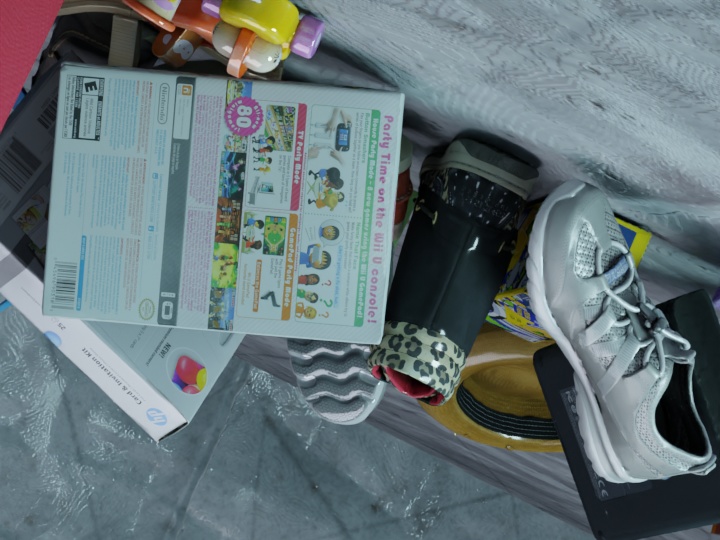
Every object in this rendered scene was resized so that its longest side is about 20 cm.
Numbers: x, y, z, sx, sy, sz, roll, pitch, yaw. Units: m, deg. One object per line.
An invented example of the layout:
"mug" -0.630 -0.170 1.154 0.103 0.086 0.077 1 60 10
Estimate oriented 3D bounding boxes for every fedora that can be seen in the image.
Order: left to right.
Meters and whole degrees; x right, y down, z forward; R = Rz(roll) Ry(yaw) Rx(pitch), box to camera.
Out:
"fedora" 0.135 0.069 1.919 0.199 0.082 0.201 3 152 1

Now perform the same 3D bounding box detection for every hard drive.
"hard drive" 0.185 0.098 1.615 0.033 0.140 0.200 -18 176 -23

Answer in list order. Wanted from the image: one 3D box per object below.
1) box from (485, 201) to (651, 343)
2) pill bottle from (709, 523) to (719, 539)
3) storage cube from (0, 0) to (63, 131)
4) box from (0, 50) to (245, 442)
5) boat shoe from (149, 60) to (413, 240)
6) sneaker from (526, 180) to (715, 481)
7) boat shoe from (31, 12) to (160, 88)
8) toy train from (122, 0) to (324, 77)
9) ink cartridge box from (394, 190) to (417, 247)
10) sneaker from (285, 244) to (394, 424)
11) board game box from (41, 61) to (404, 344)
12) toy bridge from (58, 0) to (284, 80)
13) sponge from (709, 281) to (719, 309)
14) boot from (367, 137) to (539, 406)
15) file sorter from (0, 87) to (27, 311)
"box" 0.123 0.001 1.645 0.064 0.070 0.200 25 172 -8
"pill bottle" 0.285 0.150 1.609 0.111 0.201 0.112 16 175 1
"storage cube" -0.253 -0.174 1.225 0.199 0.181 0.171 22 172 22
"box" -0.153 -0.017 1.573 0.200 0.156 0.041 44 136 -13
"boat shoe" -0.055 -0.078 1.597 0.199 0.071 0.063 22 129 23
"sneaker" 0.162 0.035 1.489 0.082 0.075 0.201 3 125 42
"boat shoe" -0.177 -0.132 1.672 0.074 0.074 0.200 25 173 -7
"toy train" -0.107 -0.150 1.398 0.150 0.056 0.200 20 171 30
"ink cartridge box" -0.048 -0.049 1.711 0.199 0.104 0.059 28 172 -24
"sneaker" 0.000 0.000 1.644 0.074 0.202 0.082 -2 174 25
"board game box" -0.079 -0.040 1.472 0.198 0.149 0.064 6 -177 1
"toy bridge" -0.144 -0.143 1.544 0.199 0.027 0.067 14 141 0
"sponge" 0.313 0.046 1.505 0.199 0.030 0.112 26 173 -4
"boot" 0.049 0.006 1.586 0.073 0.155 0.204 22 171 -1
"file sorter" -0.274 -0.084 1.721 0.201 0.122 0.139 57 177 -22
